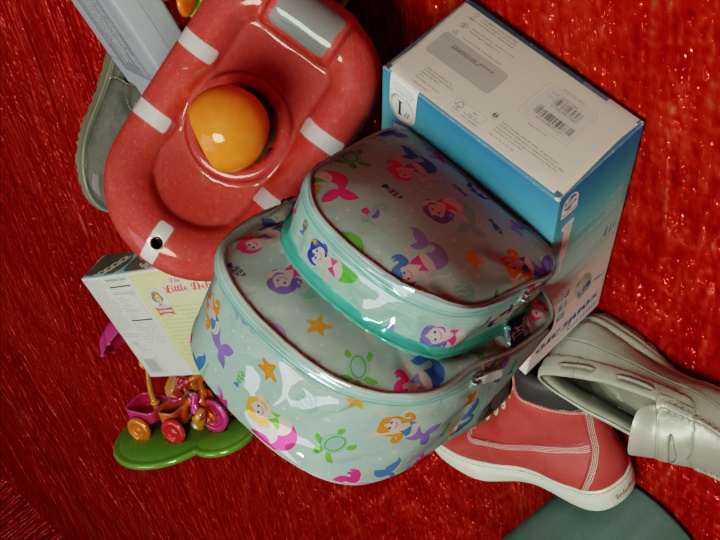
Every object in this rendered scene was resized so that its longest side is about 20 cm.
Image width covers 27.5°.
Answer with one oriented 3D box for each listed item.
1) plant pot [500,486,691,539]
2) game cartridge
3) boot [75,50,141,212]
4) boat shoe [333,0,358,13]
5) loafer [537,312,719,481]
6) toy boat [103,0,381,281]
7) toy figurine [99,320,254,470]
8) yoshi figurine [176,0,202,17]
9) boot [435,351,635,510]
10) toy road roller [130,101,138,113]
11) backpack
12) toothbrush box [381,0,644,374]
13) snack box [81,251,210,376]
[{"bbox_3d":[0.162,0.276,1.155,0.200,0.196,0.201,41,155,23],"label":"plant pot"},{"bbox_3d":[-0.188,-0.208,1.112,0.201,0.040,0.133,57,170,-31],"label":"game cartridge"},{"bbox_3d":[-0.164,-0.126,1.258,0.199,0.072,0.184,18,102,48],"label":"boot"},{"bbox_3d":[-0.035,-0.180,1.001,0.074,0.060,0.200,51,148,1],"label":"boat shoe"},{"bbox_3d":[0.206,0.103,0.985,0.199,0.070,0.070,33,151,36],"label":"loafer"},{"bbox_3d":[-0.079,-0.087,0.910,0.130,0.201,0.131,34,-172,-1],"label":"toy boat"},{"bbox_3d":[-0.236,0.123,1.772,0.198,0.150,0.186,1,119,33],"label":"toy figurine"},{"bbox_3d":[-0.135,-0.273,1.021,0.112,0.112,0.201,41,163,48],"label":"yoshi figurine"},{"bbox_3d":[0.114,0.098,1.151,0.199,0.072,0.145,10,134,45],"label":"boot"},{"bbox_3d":[-0.071,-0.072,1.046,0.198,0.147,0.123,20,174,-7],"label":"toy road roller"},{"bbox_3d":[0.006,0.022,0.864,0.177,0.199,0.151,42,135,20],"label":"backpack"},{"bbox_3d":[0.090,-0.049,0.959,0.146,0.085,0.201,39,153,24],"label":"toothbrush box"},{"bbox_3d":[-0.140,0.034,1.255,0.199,0.037,0.117,-6,124,44],"label":"snack box"}]
